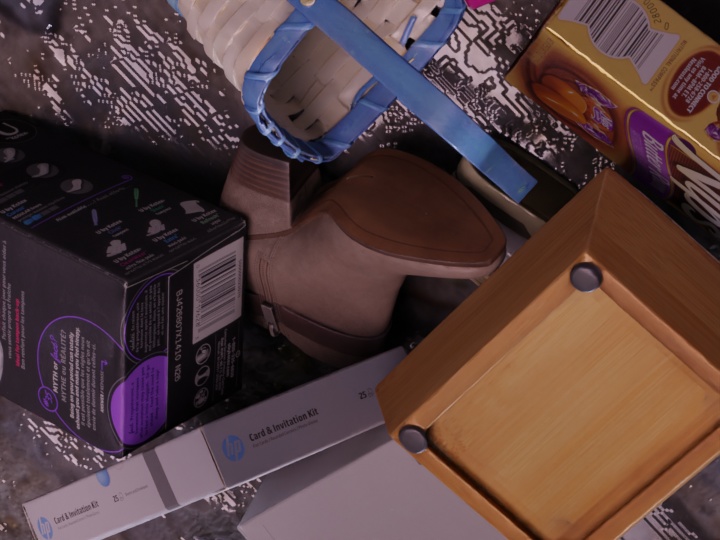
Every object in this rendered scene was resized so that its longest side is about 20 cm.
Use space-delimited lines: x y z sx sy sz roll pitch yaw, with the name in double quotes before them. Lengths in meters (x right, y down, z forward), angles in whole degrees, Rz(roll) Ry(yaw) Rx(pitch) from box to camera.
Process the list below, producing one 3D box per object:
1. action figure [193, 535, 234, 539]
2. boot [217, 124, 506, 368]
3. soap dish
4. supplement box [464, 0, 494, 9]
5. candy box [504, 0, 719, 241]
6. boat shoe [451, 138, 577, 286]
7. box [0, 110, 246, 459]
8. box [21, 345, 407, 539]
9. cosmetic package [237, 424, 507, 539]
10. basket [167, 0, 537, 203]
"action figure" -0.083 0.235 1.748 0.130 0.069 0.200 30 131 -12
"boot" 0.000 0.000 1.570 0.200 0.070 0.146 28 142 29
"soap dish" 0.121 0.065 1.474 0.157 0.081 0.200 42 121 -6
"supplement box" 0.129 -0.224 1.393 0.200 0.101 0.103 -18 110 30
"candy box" 0.178 -0.074 1.448 0.200 0.056 0.117 36 169 0
"boat shoe" 0.127 0.011 1.546 0.200 0.075 0.068 41 126 10
"box" -0.174 0.005 1.606 0.200 0.106 0.122 25 126 31
"box" -0.080 0.107 1.595 0.200 0.156 0.041 -27 84 51
"cosmetic package" 0.037 0.130 1.636 0.200 0.090 0.107 -34 104 29
"basket" 0.002 -0.116 1.446 0.139 0.176 0.200 -45 74 2
